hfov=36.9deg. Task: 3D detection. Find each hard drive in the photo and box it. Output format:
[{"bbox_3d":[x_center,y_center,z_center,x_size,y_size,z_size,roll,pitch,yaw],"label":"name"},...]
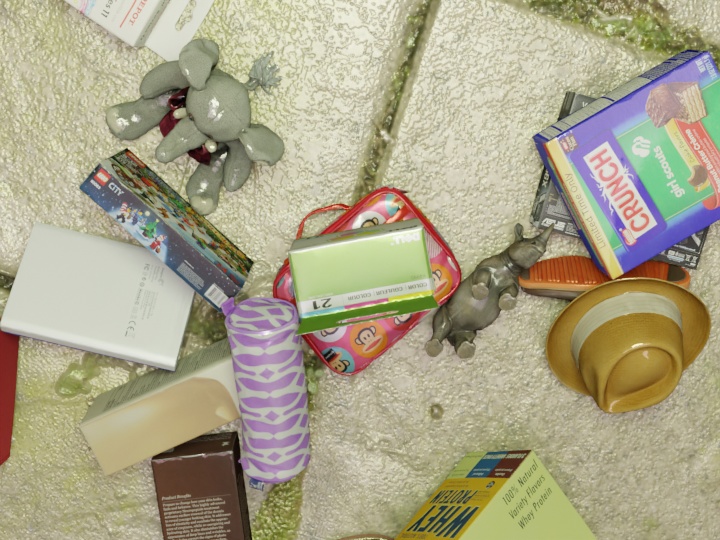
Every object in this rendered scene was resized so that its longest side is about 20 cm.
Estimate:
[{"bbox_3d":[-0.292,0.029,1.231,0.197,0.025,0.134,14,65,-4],"label":"hard drive"}]

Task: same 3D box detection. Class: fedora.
[{"bbox_3d":[0.306,0.100,1.223,0.197,0.082,0.202,2,133,2],"label":"fedora"}]

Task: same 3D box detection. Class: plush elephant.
[{"bbox_3d":[-0.167,-0.161,1.162,0.199,0.155,0.165,-39,100,7],"label":"plush elephant"}]

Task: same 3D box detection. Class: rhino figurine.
[{"bbox_3d":[0.151,0.018,1.229,0.060,0.088,0.200,38,108,-6],"label":"rhino figurine"}]

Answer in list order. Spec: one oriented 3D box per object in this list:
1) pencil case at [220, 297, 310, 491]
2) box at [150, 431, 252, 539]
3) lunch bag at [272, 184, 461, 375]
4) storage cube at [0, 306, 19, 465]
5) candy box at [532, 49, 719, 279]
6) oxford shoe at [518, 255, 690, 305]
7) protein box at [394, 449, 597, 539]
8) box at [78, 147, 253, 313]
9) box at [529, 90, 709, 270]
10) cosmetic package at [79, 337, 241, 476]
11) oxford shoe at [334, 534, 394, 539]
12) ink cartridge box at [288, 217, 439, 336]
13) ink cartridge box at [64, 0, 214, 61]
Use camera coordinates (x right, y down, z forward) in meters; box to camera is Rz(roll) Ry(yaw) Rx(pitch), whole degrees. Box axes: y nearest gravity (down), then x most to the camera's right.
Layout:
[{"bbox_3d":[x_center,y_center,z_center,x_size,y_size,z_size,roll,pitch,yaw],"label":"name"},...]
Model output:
[{"bbox_3d":[-0.100,0.129,1.159,0.085,0.084,0.203,14,118,31],"label":"pencil case"},{"bbox_3d":[-0.186,0.304,1.301,0.098,0.075,0.203,-5,103,0],"label":"box"},{"bbox_3d":[0.000,0.000,1.242,0.199,0.082,0.177,-39,96,5],"label":"lunch bag"},{"bbox_3d":[-0.490,0.132,1.201,0.168,0.200,0.183,6,95,-2],"label":"storage cube"},{"bbox_3d":[0.314,-0.117,1.171,0.198,0.077,0.171,-29,100,5],"label":"candy box"},{"bbox_3d":[0.279,0.031,1.256,0.197,0.072,0.074,5,121,8],"label":"oxford shoe"},{"bbox_3d":[0.159,0.350,1.242,0.198,0.134,0.201,-43,102,-28],"label":"protein box"},{"bbox_3d":[-0.209,-0.048,1.195,0.200,0.137,0.038,42,100,-9],"label":"box"},{"bbox_3d":[0.310,-0.103,1.238,0.197,0.050,0.160,13,101,-4],"label":"box"},{"bbox_3d":[-0.214,0.153,1.254,0.198,0.105,0.072,-24,103,5],"label":"cosmetic package"},{"bbox_3d":[0.040,0.373,1.317,0.197,0.074,0.072,7,101,-3],"label":"oxford shoe"},{"bbox_3d":[0.002,0.002,1.100,0.145,0.200,0.077,-10,97,1],"label":"ink cartridge box"},{"bbox_3d":[-0.261,-0.324,1.173,0.199,0.067,0.118,33,99,-7],"label":"ink cartridge box"}]
